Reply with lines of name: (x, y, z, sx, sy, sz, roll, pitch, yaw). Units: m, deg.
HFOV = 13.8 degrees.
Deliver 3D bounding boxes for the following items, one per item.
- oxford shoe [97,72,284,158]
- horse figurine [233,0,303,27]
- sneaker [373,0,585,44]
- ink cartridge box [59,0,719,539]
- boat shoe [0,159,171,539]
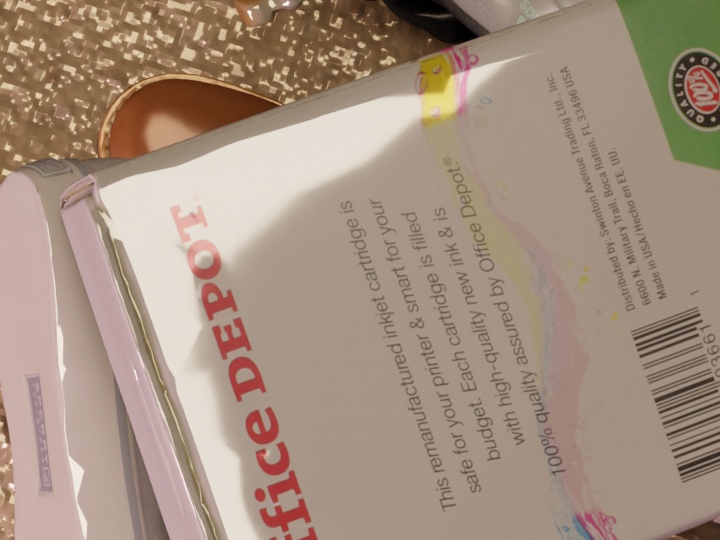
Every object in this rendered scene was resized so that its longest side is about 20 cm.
oxford shoe: (0.000, 0.000, 0.917, 0.200, 0.071, 0.071, 36, 84, 10)
horse figurine: (-0.005, -0.141, 0.913, 0.132, 0.200, 0.050, -32, 120, -5)
sneaker: (0.051, -0.123, 0.942, 0.139, 0.078, 0.201, -16, 63, 9)
ink cartridge box: (0.032, 0.013, 0.827, 0.199, 0.087, 0.146, -20, 91, -14)
boat shoe: (-0.066, 0.066, 0.893, 0.068, 0.072, 0.201, -7, 87, -27)
